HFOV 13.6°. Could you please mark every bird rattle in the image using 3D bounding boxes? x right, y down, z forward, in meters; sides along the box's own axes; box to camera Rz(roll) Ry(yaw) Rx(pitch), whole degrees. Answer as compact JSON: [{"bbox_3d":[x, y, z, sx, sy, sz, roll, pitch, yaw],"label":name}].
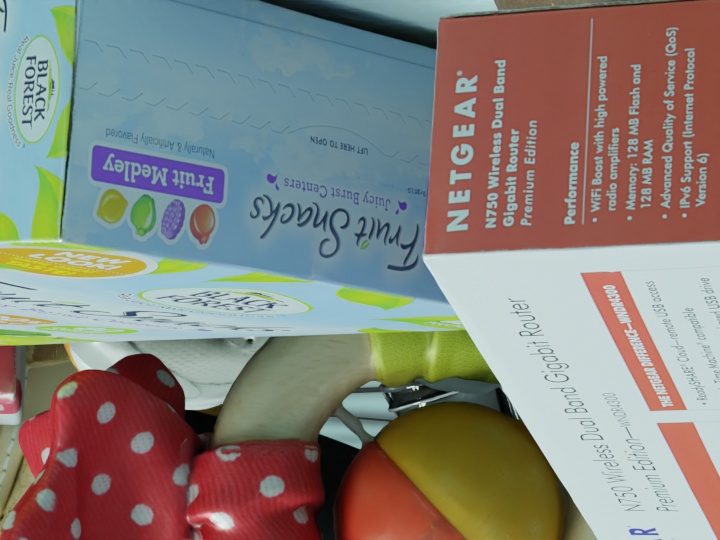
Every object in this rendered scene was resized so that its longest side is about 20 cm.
[{"bbox_3d":[0.004,0.056,0.847,0.163,0.200,0.113,44,165,0],"label":"bird rattle"}]

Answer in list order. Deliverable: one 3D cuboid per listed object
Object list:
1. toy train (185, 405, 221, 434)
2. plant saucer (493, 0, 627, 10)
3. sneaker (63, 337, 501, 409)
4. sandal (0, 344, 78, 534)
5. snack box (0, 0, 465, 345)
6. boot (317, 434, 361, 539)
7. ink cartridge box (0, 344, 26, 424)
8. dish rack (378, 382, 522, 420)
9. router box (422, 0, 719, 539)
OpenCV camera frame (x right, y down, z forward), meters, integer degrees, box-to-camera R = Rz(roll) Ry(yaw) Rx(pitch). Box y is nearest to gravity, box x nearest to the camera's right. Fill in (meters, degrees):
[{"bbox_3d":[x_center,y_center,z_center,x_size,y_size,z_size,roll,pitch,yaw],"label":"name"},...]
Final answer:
[{"bbox_3d":[-0.115,0.055,1.161,0.199,0.115,0.085,17,152,-26],"label":"toy train"},{"bbox_3d":[0.125,-0.040,0.619,0.199,0.035,0.200,2,175,0],"label":"plant saucer"},{"bbox_3d":[0.000,0.000,0.956,0.199,0.076,0.092,-3,171,-35],"label":"sneaker"},{"bbox_3d":[-0.086,0.084,0.994,0.077,0.213,0.070,6,175,-33],"label":"sandal"},{"bbox_3d":[-0.081,-0.022,0.728,0.199,0.068,0.168,-4,170,40],"label":"snack box"},{"bbox_3d":[0.056,0.076,0.961,0.198,0.073,0.163,36,124,-10],"label":"boot"},{"bbox_3d":[-0.200,-0.001,0.914,0.199,0.084,0.145,3,175,-6],"label":"ink cartridge box"},{"bbox_3d":[0.078,0.042,1.177,0.153,0.055,0.200,-17,-178,-6],"label":"dish rack"},{"bbox_3d":[0.122,0.012,0.580,0.178,0.049,0.200,-2,156,16],"label":"router box"}]
